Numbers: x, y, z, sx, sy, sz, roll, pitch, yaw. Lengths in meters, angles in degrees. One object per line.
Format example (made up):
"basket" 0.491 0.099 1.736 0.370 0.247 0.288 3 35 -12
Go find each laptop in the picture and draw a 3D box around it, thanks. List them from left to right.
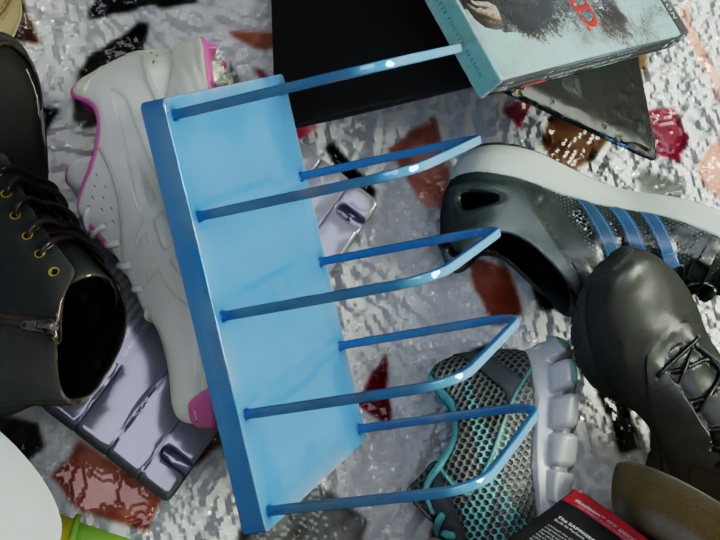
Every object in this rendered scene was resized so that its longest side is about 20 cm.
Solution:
"laptop" 0.057 -0.145 0.838 0.198 0.103 0.179 19 53 -33

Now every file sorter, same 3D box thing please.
"file sorter" 0.000 0.000 0.696 0.121 0.139 0.203 -10 98 21

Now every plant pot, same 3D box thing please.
"plant pot" 0.201 0.169 0.726 0.199 0.200 0.028 40 81 -1

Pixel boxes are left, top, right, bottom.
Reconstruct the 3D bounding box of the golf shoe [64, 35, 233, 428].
"golf shoe" -0.103 -0.018 0.744 0.090 0.075 0.203 -5 75 1

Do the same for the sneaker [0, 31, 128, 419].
"sneaker" -0.158 -0.026 0.706 0.105 0.074 0.203 -7 75 32

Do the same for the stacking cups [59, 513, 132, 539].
"stacking cups" -0.098 0.171 0.739 0.198 0.060 0.061 22 73 -12

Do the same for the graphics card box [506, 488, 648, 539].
"graphics card box" 0.087 0.180 0.628 0.125 0.051 0.199 35 32 25

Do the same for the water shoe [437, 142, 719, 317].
"water shoe" 0.138 -0.004 0.820 0.197 0.072 0.080 18 70 2

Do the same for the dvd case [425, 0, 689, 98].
"dvd case" 0.093 -0.175 0.797 0.199 0.022 0.147 -19 78 -48

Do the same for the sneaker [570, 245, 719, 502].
"sneaker" 0.180 0.072 0.763 0.076 0.091 0.201 -39 116 -16

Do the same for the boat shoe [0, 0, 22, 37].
"boat shoe" -0.236 -0.116 0.731 0.073 0.063 0.200 40 43 -1

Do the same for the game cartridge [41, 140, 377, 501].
"game cartridge" -0.096 0.004 0.785 0.129 0.038 0.201 36 73 2

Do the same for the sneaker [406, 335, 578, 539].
"sneaker" 0.069 0.135 0.780 0.090 0.078 0.203 2 73 5

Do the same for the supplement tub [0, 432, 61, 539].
"supplement tub" -0.236 0.155 0.627 0.144 0.144 0.201 39 99 -1
